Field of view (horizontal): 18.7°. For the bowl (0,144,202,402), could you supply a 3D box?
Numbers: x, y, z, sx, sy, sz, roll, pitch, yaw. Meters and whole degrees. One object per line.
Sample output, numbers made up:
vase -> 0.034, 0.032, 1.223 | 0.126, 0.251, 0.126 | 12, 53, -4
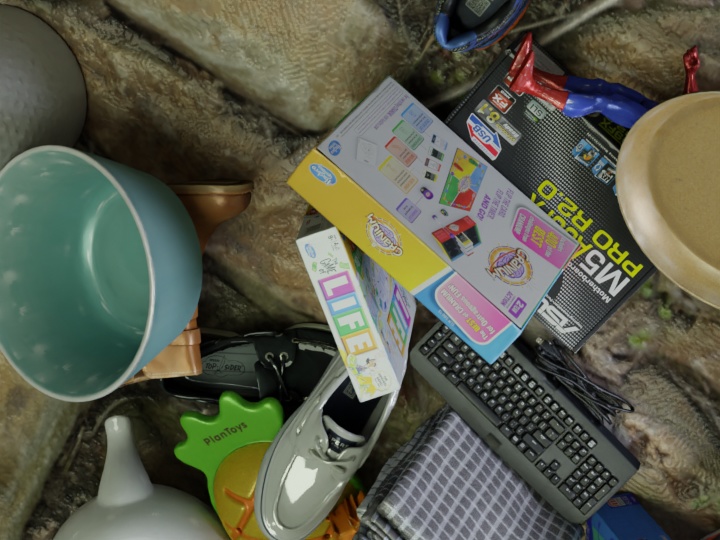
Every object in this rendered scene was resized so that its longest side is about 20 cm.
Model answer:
bowl -> -0.202, -0.004, 1.735 | 0.200, 0.105, 0.203 | 8, 104, 37

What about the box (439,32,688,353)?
box -> 0.146, -0.058, 1.688 | 0.200, 0.044, 0.160 | 43, 123, 0

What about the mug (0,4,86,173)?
mug -> -0.350, -0.134, 1.790 | 0.199, 0.175, 0.148 | 30, 122, 8

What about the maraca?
maraca -> -0.072, 0.183, 1.853 | 0.137, 0.107, 0.200 | -29, 114, 26

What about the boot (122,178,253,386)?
boot -> -0.150, 0.010, 1.807 | 0.199, 0.073, 0.156 | -16, 83, 43

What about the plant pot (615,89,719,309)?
plant pot -> 0.278, -0.050, 1.561 | 0.199, 0.028, 0.201 | 19, 136, 19

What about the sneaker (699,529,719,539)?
sneaker -> 0.319, 0.216, 1.721 | 0.077, 0.082, 0.201 | 35, 123, 4

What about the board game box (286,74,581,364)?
board game box -> 0.057, -0.041, 1.618 | 0.200, 0.153, 0.040 | 42, 124, 1

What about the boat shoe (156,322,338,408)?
boat shoe -> -0.082, 0.086, 1.843 | 0.198, 0.066, 0.075 | 6, 115, 21

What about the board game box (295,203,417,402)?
board game box -> 0.000, 0.000, 1.687 | 0.034, 0.200, 0.135 | -18, 107, 11

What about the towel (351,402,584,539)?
towel -> 0.087, 0.209, 1.750 | 0.166, 0.200, 0.085 | 47, 122, -5

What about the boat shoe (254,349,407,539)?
boat shoe -> -0.024, 0.132, 1.773 | 0.073, 0.065, 0.201 | 26, 87, -12

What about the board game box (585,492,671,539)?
board game box -> 0.236, 0.294, 1.739 | 0.045, 0.200, 0.153 | -9, 117, -18

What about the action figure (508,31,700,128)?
action figure -> 0.218, -0.136, 1.597 | 0.199, 0.065, 0.099 | 25, 115, -9

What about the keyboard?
keyboard -> 0.139, 0.105, 1.750 | 0.200, 0.040, 0.104 | 44, 96, -2

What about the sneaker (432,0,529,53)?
sneaker -> 0.115, -0.233, 1.597 | 0.075, 0.078, 0.201 | 33, 123, 5

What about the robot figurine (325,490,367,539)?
robot figurine -> 0.061, 0.268, 1.808 | 0.199, 0.145, 0.058 | 34, 112, -28

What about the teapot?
teapot -> -0.190, 0.265, 1.934 | 0.197, 0.146, 0.200 | 31, 112, -20
